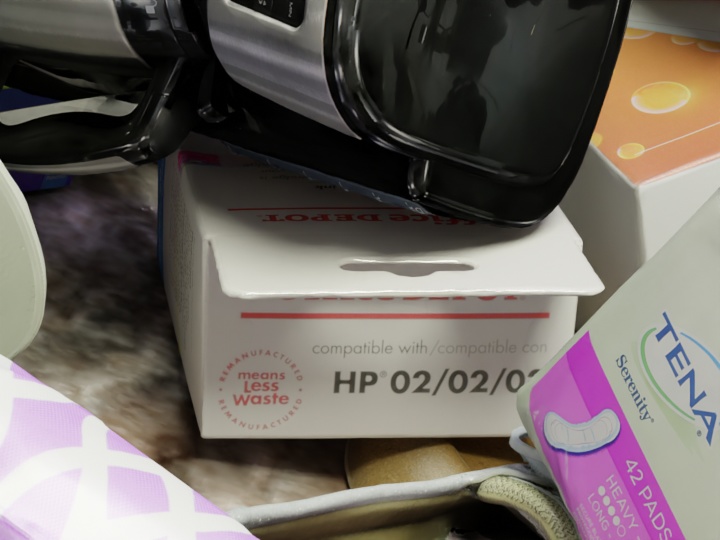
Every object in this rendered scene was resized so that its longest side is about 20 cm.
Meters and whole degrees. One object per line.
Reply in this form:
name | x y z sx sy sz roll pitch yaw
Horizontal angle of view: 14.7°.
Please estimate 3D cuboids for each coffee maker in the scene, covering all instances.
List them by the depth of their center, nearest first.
coffee maker | -0.018 -0.097 0.847 0.200 0.135 0.192 17 24 34

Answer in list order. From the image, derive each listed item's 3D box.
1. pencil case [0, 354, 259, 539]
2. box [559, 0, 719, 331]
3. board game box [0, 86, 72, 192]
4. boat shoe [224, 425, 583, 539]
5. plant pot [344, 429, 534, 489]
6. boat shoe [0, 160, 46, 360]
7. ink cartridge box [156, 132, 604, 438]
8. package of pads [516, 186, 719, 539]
pencil case | -0.049 0.088 0.609 0.200 0.084 0.085 32 0 13
box | 0.109 -0.054 0.982 0.124 0.098 0.200 -20 36 -15
board game box | -0.201 -0.068 0.938 0.134 0.045 0.200 31 23 26
boat shoe | 0.028 0.081 0.731 0.202 0.065 0.074 -6 39 -40
plant pot | 0.093 0.079 0.878 0.200 0.028 0.200 18 20 -7
boat shoe | -0.162 -0.057 0.813 0.201 0.070 0.072 50 10 -21
ink cartridge box | 0.000 0.000 0.878 0.115 0.068 0.200 0 21 -9
package of pads | 0.135 0.064 0.675 0.068 0.155 0.200 1 53 -42
